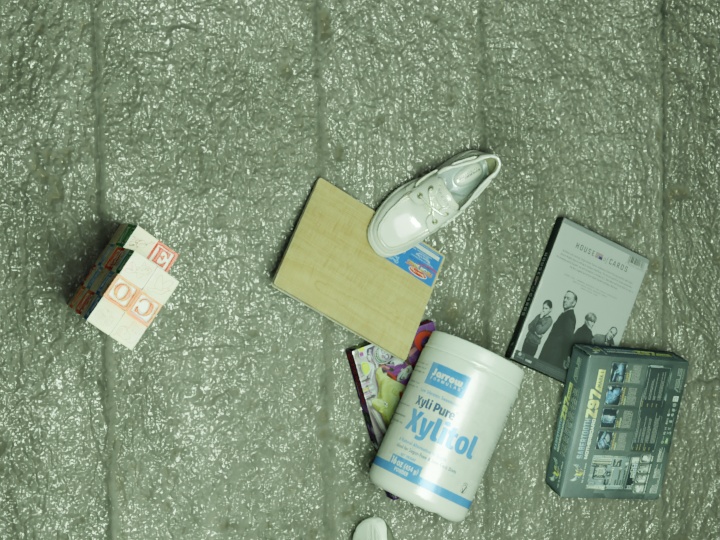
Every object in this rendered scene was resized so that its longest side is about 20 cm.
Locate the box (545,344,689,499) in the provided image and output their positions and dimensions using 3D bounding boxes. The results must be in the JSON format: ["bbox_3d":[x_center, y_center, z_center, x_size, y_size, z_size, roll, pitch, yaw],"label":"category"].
[{"bbox_3d":[0.342,0.204,1.618,0.156,0.051,0.203,4,102,-21],"label":"box"}]

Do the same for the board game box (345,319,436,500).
[{"bbox_3d":[0.063,0.177,1.544,0.119,0.032,0.202,-20,99,-23],"label":"board game box"}]

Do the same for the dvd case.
[{"bbox_3d":[0.293,0.050,1.623,0.149,0.025,0.202,24,84,-20],"label":"dvd case"}]

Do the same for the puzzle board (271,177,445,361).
[{"bbox_3d":[0.000,0.000,1.500,0.199,0.017,0.152,31,68,-20],"label":"puzzle board"}]

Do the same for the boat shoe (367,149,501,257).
[{"bbox_3d":[0.094,-0.090,1.511,0.200,0.069,0.071,-40,102,-18],"label":"boat shoe"}]

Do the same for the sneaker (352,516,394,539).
[{"bbox_3d":[0.045,0.398,1.534,0.081,0.077,0.202,-20,106,-36],"label":"sneaker"}]

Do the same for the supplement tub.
[{"bbox_3d":[0.105,0.190,1.477,0.131,0.132,0.202,26,83,-19],"label":"supplement tub"}]

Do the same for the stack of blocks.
[{"bbox_3d":[-0.255,0.013,1.324,0.058,0.200,0.116,35,82,-18],"label":"stack of blocks"}]
